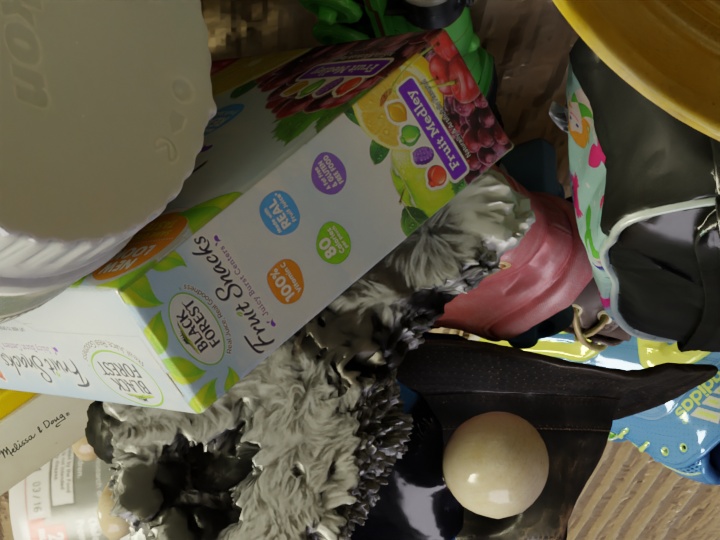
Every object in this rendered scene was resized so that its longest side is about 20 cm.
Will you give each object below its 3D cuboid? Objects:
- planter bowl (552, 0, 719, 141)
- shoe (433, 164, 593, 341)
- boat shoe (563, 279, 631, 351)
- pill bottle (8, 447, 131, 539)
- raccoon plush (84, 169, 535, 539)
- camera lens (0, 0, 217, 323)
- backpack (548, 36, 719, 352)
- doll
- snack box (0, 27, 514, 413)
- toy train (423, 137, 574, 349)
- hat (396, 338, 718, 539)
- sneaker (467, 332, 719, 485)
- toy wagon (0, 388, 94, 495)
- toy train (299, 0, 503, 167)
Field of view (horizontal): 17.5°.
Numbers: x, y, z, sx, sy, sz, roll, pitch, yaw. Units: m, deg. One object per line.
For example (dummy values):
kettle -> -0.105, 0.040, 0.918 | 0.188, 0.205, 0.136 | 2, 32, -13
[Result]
planter bowl -> 0.132, -0.130, 0.591 | 0.200, 0.200, 0.083 | -8, -165, 6
shoe -> 0.000, 0.000, 0.924 | 0.091, 0.072, 0.200 | 24, 155, -32
boat shoe -> 0.127, 0.005, 1.114 | 0.200, 0.060, 0.072 | -6, 162, 0
pill bottle -> -0.087, 0.126, 1.333 | 0.200, 0.114, 0.114 | -11, 161, 16
raccoon plush -> -0.008, 0.060, 0.842 | 0.200, 0.097, 0.134 | -31, 165, 0
camera lens -> -0.164, -0.047, 0.712 | 0.200, 0.160, 0.160 | -22, 156, 40
backpack -> 0.158, -0.047, 0.821 | 0.177, 0.151, 0.200 | -9, 158, 5
doll -> -0.020, 0.072, 0.909 | 0.200, 0.137, 0.048 | 1, -151, 32
snack box -> -0.061, -0.017, 0.796 | 0.142, 0.053, 0.200 | -42, -160, -24
toy train -> 0.006, -0.001, 1.028 | 0.200, 0.087, 0.114 | -17, 154, 32
hat -> 0.050, 0.081, 0.975 | 0.201, 0.081, 0.201 | 1, 169, 0
sneaker -> 0.141, 0.066, 1.232 | 0.200, 0.105, 0.076 | -15, 159, 27
toy wagon -> -0.151, 0.049, 0.922 | 0.155, 0.040, 0.200 | -35, -162, -11
toy train -> 0.021, -0.074, 0.856 | 0.056, 0.042, 0.200 | 16, 166, 12
